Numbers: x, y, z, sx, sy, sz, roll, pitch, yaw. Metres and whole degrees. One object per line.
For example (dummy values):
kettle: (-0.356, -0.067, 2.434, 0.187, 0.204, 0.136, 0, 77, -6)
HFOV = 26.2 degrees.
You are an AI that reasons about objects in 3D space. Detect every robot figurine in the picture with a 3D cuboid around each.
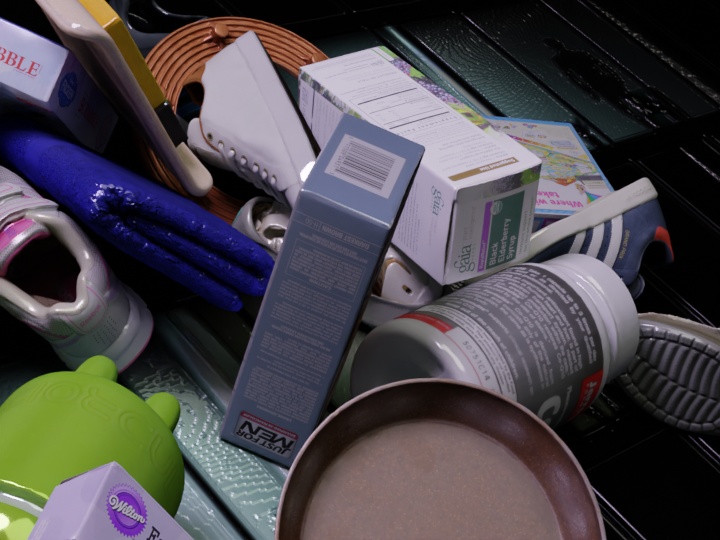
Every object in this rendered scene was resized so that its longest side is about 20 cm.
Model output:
robot figurine: (-0.165, 0.134, 0.817, 0.174, 0.116, 0.201, 31, 36, -3)

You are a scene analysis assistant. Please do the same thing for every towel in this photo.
towel: (-0.154, -0.038, 1.017, 0.147, 0.050, 0.200, 25, 3, -34)

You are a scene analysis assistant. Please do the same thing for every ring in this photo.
ring: (-0.079, -0.111, 1.187, 0.198, 0.019, 0.203, 11, 62, -21)

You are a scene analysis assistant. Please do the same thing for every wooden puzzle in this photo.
wooden puzzle: (-0.181, -0.158, 1.056, 0.037, 0.200, 0.185, -39, 56, -4)

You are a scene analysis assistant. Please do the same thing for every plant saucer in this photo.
plant saucer: (0.045, 0.164, 0.899, 0.198, 0.035, 0.203, 5, 67, -11)

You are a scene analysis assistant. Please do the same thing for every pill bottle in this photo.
pill bottle: (0.097, 0.062, 1.047, 0.199, 0.115, 0.114, -22, 54, -43)

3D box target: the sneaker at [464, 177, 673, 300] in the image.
sneaker: (0.172, -0.001, 1.211, 0.199, 0.075, 0.085, -25, 90, -28)

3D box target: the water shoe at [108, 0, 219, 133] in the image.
water shoe: (-0.129, -0.159, 1.238, 0.199, 0.079, 0.072, 31, 37, 12)

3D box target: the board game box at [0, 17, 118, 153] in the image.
board game box: (-0.279, -0.151, 1.081, 0.198, 0.042, 0.200, 25, -6, 2)

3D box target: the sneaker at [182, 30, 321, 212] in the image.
sneaker: (-0.072, -0.080, 1.106, 0.084, 0.073, 0.201, -29, 51, 2)

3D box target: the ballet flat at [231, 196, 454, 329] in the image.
ballet flat: (0.000, 0.000, 1.117, 0.198, 0.064, 0.068, 19, 40, -5)

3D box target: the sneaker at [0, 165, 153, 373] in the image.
sneaker: (-0.218, -0.019, 0.984, 0.199, 0.088, 0.082, 34, 75, 17)

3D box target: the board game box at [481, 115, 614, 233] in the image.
board game box: (0.114, -0.078, 1.301, 0.198, 0.034, 0.135, 3, 40, -25)

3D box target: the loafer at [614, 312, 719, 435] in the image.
loafer: (0.275, 0.083, 1.161, 0.198, 0.076, 0.070, 23, 24, -7)

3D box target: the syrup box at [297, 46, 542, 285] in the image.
syrup box: (0.037, -0.079, 1.109, 0.081, 0.080, 0.200, -18, 40, -30)

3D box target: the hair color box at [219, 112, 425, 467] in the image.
hair color box: (-0.025, 0.015, 0.968, 0.060, 0.201, 0.099, 22, 36, 2)

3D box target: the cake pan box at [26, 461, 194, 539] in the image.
cake pan box: (-0.102, 0.216, 0.707, 0.200, 0.052, 0.185, 50, 35, -21)
